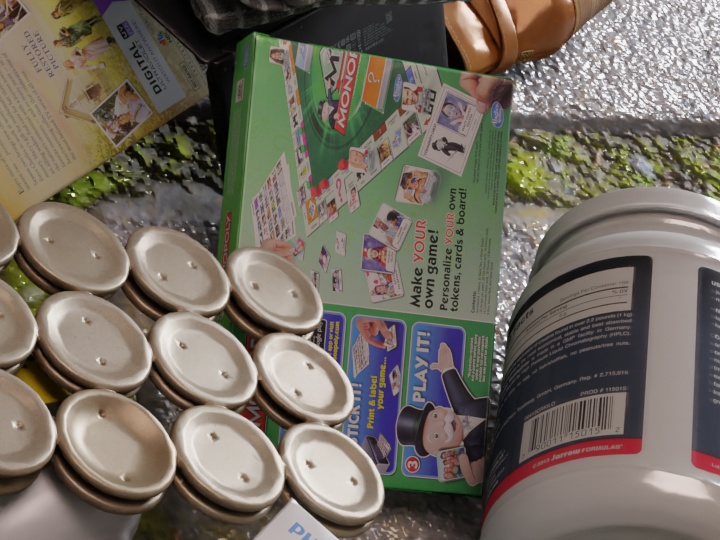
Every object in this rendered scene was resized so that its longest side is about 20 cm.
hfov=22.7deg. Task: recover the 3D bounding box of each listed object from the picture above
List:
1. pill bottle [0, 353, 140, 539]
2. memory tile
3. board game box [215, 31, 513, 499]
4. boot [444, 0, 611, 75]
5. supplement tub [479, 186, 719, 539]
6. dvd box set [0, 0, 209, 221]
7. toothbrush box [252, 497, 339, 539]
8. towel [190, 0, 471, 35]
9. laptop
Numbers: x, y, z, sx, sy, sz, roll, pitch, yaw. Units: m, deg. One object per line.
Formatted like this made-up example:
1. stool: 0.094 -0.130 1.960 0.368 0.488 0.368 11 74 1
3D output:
1. pill bottle: -0.155 0.083 0.694 0.111 0.111 0.200 -26 67 -41
2. memory tile: -0.086 0.035 0.703 0.199 0.017 0.154 14 39 -35
3. board game box: 0.000 0.000 0.832 0.134 0.029 0.201 8 83 -21
4. boot: 0.047 -0.203 1.085 0.200 0.074 0.154 44 50 17
5. supplement tub: 0.132 0.073 0.833 0.140 0.141 0.201 22 45 -9
6. dvd box set: -0.168 -0.108 0.860 0.200 0.029 0.147 -40 103 -38
7. toothbrush box: -0.071 0.196 0.613 0.085 0.147 0.200 40 46 10
8. towel: -0.034 -0.205 0.881 0.165 0.086 0.201 -5 52 -33
9. laptop: -0.054 -0.121 0.930 0.115 0.201 0.187 14 34 35
